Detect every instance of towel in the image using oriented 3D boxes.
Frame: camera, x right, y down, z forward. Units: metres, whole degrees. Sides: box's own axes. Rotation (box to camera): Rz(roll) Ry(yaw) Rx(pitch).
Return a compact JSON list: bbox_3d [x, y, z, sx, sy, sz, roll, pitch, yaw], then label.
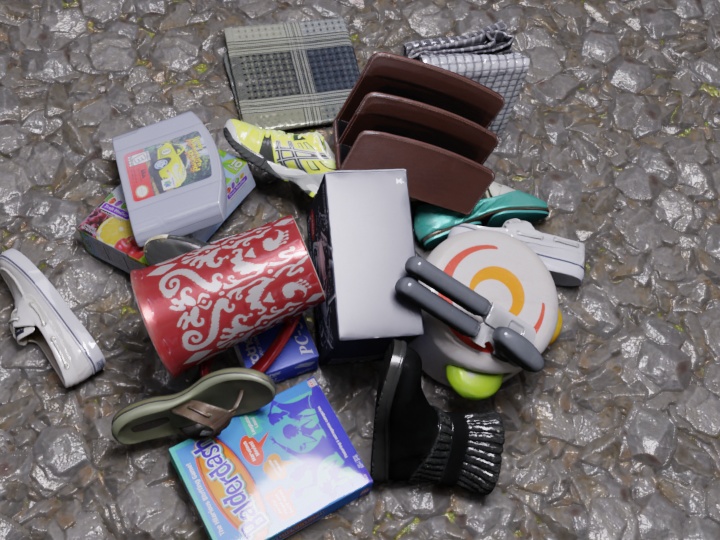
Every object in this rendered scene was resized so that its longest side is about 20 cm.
[{"bbox_3d":[-0.098,-0.287,1.546,0.197,0.035,0.195,-7,65,-14],"label":"towel"},{"bbox_3d":[0.127,-0.249,1.452,0.163,0.201,0.087,-8,61,-13],"label":"towel"}]

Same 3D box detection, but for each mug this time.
[{"bbox_3d":[-0.146,0.035,1.230,0.198,0.178,0.134,-24,55,-4],"label":"mug"}]

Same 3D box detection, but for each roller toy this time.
[{"bbox_3d":[0.148,0.052,1.322,0.199,0.140,0.183,-35,81,-20],"label":"roller toy"}]

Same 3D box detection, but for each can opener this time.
[{"bbox_3d":[0.130,0.049,1.190,0.199,0.066,0.053,32,77,-19],"label":"can opener"}]

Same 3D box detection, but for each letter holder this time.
[{"bbox_3d":[0.083,-0.177,1.343,0.197,0.143,0.102,15,45,-22],"label":"letter holder"}]

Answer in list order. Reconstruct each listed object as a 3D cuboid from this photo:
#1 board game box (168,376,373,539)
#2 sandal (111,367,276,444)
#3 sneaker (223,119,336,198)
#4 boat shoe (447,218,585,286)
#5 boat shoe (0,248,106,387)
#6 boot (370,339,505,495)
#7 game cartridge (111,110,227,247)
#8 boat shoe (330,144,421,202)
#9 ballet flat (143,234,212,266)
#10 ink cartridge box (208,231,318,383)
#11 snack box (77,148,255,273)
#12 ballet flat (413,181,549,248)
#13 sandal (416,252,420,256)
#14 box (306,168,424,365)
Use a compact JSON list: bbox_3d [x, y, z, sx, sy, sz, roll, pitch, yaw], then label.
[{"bbox_3d":[-0.107,0.238,1.240,0.198,0.045,0.153,-26,67,-18],"label":"board game box"},{"bbox_3d":[-0.189,0.171,1.207,0.198,0.080,0.058,-20,49,2],"label":"sandal"},{"bbox_3d":[-0.087,-0.157,1.392,0.198,0.075,0.077,27,103,-4],"label":"sneaker"},{"bbox_3d":[0.211,-0.035,1.410,0.197,0.073,0.066,18,72,-16],"label":"boat shoe"},{"bbox_3d":[-0.399,0.061,1.291,0.070,0.071,0.200,-35,77,-26],"label":"boat shoe"},{"bbox_3d":[0.094,0.172,1.220,0.155,0.213,0.080,5,39,1],"label":"boot"},{"bbox_3d":[-0.243,-0.124,1.349,0.131,0.041,0.201,-17,49,-8],"label":"game cartridge"},{"bbox_3d":[0.052,-0.140,1.446,0.197,0.063,0.074,-2,39,-15],"label":"boat shoe"},{"bbox_3d":[-0.173,-0.001,1.297,0.197,0.067,0.057,16,22,-15],"label":"ballet flat"},{"bbox_3d":[-0.131,0.046,1.344,0.093,0.044,0.202,-18,65,-14],"label":"ink cartridge box"},{"bbox_3d":[-0.254,-0.084,1.375,0.141,0.053,0.201,24,59,26],"label":"snack box"},{"bbox_3d":[0.165,-0.088,1.440,0.197,0.067,0.071,-14,74,-13],"label":"ballet flat"},{"bbox_3d":[0.028,-0.046,1.413,0.075,0.048,0.200,-38,71,-25],"label":"sandal"},{"bbox_3d":[0.000,0.000,1.280,0.102,0.182,0.203,-3,76,-11],"label":"box"}]
